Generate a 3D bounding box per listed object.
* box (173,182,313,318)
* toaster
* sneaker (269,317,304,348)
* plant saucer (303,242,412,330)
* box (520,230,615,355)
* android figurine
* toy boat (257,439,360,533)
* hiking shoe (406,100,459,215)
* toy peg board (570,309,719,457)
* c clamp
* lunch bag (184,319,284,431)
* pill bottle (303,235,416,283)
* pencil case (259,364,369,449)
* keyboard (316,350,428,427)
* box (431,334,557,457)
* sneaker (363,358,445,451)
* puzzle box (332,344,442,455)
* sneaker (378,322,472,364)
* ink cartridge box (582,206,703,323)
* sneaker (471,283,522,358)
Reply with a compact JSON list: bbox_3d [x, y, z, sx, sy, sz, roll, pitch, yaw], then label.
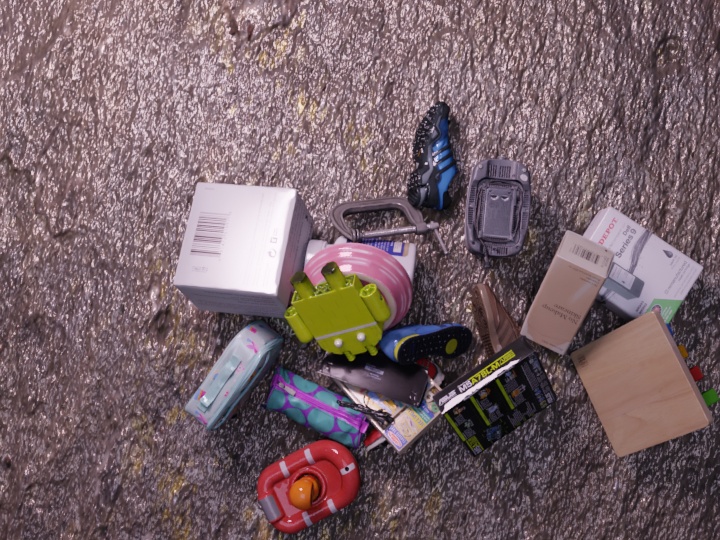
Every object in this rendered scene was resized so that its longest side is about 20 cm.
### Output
[{"bbox_3d":[-0.204,-0.034,1.446,0.196,0.131,0.203,5,70,13],"label":"box"},{"bbox_3d":[0.242,-0.097,1.457,0.111,0.129,0.205,4,87,5],"label":"toaster"},{"bbox_3d":[-0.118,0.097,1.503,0.196,0.067,0.092,6,83,1],"label":"sneaker"},{"bbox_3d":[-0.009,0.045,1.400,0.196,0.051,0.203,5,132,6],"label":"plant saucer"},{"bbox_3d":[0.357,0.042,1.409,0.094,0.078,0.202,24,134,12],"label":"box"},{"bbox_3d":[-0.036,0.076,1.373,0.179,0.041,0.202,-14,125,21],"label":"android figurine"},{"bbox_3d":[-0.095,0.394,1.460,0.197,0.131,0.132,-28,87,2],"label":"toy boat"},{"bbox_3d":[0.143,-0.210,1.507,0.085,0.074,0.204,13,87,-21],"label":"hiking shoe"},{"bbox_3d":[0.505,0.192,1.419,0.097,0.200,0.202,-11,71,-39],"label":"toy peg board"},{"bbox_3d":[0.046,-0.084,1.460,0.195,0.173,0.027,-4,132,-9],"label":"c clamp"},{"bbox_3d":[-0.225,0.192,1.455,0.077,0.160,0.202,36,99,3],"label":"lunch bag"},{"bbox_3d":[0.000,0.000,1.474,0.195,0.120,0.122,7,88,4],"label":"pill bottle"},{"bbox_3d":[-0.079,0.251,1.484,0.197,0.093,0.086,23,72,3],"label":"pencil case"},{"bbox_3d":[0.016,0.202,1.435,0.196,0.021,0.129,17,65,16],"label":"keyboard"},{"bbox_3d":[0.240,0.225,1.420,0.191,0.201,0.048,-33,49,3],"label":"box"},{"bbox_3d":[0.069,0.245,1.492,0.085,0.077,0.200,41,81,15],"label":"sneaker"},{"bbox_3d":[0.052,0.211,1.452,0.133,0.026,0.200,-40,64,-12],"label":"puzzle box"},{"bbox_3d":[0.117,0.121,1.462,0.197,0.078,0.067,-4,111,-37],"label":"sneaker"},{"bbox_3d":[0.484,0.002,1.460,0.198,0.084,0.147,33,90,5],"label":"ink cartridge box"},{"bbox_3d":[0.263,0.115,1.489,0.074,0.070,0.204,-17,92,-14],"label":"sneaker"}]
